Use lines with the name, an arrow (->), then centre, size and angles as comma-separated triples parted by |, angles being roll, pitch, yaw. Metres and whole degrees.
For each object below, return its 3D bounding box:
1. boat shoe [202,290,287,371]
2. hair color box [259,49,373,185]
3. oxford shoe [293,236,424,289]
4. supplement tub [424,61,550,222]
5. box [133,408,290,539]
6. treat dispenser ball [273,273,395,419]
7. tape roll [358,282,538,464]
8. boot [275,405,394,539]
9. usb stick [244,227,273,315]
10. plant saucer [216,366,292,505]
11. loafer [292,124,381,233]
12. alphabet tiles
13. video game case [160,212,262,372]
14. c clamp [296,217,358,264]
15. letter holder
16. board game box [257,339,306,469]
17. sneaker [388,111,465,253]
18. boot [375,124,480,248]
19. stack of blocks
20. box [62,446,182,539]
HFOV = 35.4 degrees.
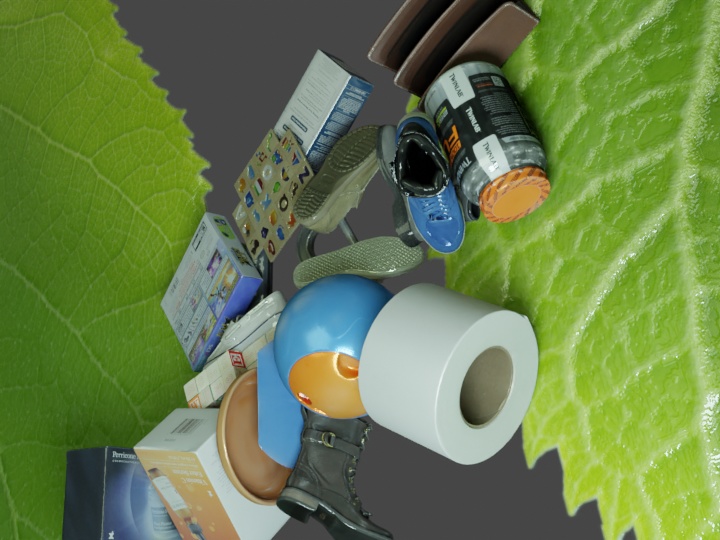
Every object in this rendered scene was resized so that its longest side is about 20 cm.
boat shoe -> -0.182, 0.102, 1.773 | 0.200, 0.072, 0.066 | -39, 65, 33
hair color box -> -0.072, -0.238, 1.801 | 0.100, 0.060, 0.201 | 45, 110, 40
oxford shoe -> 0.000, 0.000, 1.660 | 0.198, 0.058, 0.076 | -14, 45, 12
supplement tub -> 0.173, -0.172, 1.518 | 0.122, 0.122, 0.201 | -40, 55, 28
box -> -0.222, 0.319, 1.701 | 0.151, 0.106, 0.201 | -6, 116, 41
treat dispenser ball -> -0.023, 0.106, 1.574 | 0.200, 0.200, 0.203 | -12, 71, 40
tape roll -> 0.113, 0.129, 1.444 | 0.139, 0.202, 0.204 | 18, 92, 43
boot -> -0.016, 0.287, 1.592 | 0.069, 0.199, 0.175 | -46, 17, 52
usb stick -> -0.166, 0.019, 1.844 | 0.055, 0.032, 0.202 | -12, 71, 41
plant saucer -> -0.146, 0.243, 1.652 | 0.037, 0.200, 0.202 | -11, 72, 34
loafer -> -0.023, -0.138, 1.713 | 0.200, 0.068, 0.076 | -47, 52, -9
alphabet tiles -> -0.142, -0.120, 1.802 | 0.200, 0.006, 0.167 | -51, 54, 35
video game case -> -0.252, 0.037, 1.885 | 0.201, 0.045, 0.182 | -60, 41, 24
c clamp -> -0.036, -0.046, 1.744 | 0.171, 0.027, 0.201 | -42, 54, 27
letter holder -> 0.125, -0.328, 1.587 | 0.200, 0.142, 0.101 | -47, 52, 23
board game box -> -0.088, 0.195, 1.654 | 0.039, 0.157, 0.202 | -25, 63, 55
sneaker -> 0.090, -0.101, 1.490 | 0.076, 0.111, 0.201 | -10, 111, 11
boot -> 0.102, -0.141, 1.624 | 0.131, 0.070, 0.202 | -25, 69, 26
stack of blocks -> -0.166, 0.163, 1.752 | 0.200, 0.115, 0.059 | -38, 57, 29
box -> -0.368, 0.392, 1.821 | 0.123, 0.199, 0.200 | -14, 71, 40
